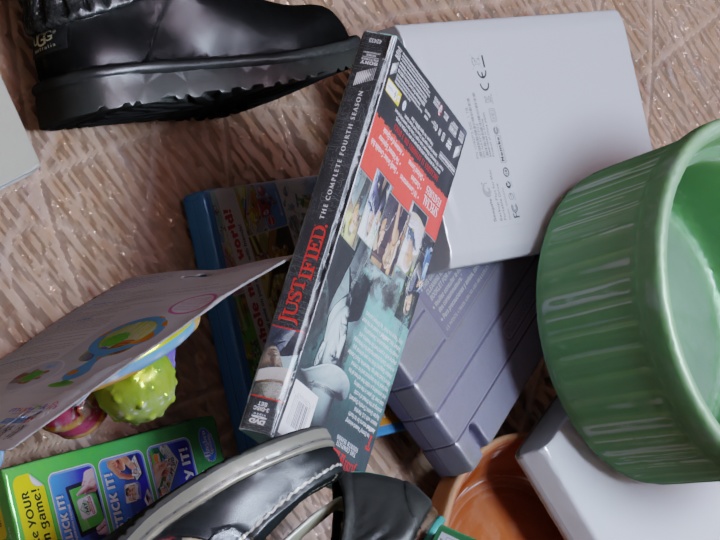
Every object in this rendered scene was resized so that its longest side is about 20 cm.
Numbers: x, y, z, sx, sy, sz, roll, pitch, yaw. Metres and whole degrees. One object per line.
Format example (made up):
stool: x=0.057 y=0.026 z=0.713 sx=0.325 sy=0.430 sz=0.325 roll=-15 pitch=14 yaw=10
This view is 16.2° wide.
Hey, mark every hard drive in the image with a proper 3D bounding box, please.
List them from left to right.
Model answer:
hard drive: x=0.091 y=-0.075 z=1.401 sx=0.200 sy=0.026 sz=0.132 roll=-10 pitch=87 yaw=-49
hard drive: x=0.170 y=0.149 z=1.436 sx=0.200 sy=0.026 sz=0.132 roll=58 pitch=39 yaw=-14

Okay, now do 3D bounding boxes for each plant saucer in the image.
plant saucer: x=0.097 y=0.190 z=1.389 sx=0.200 sy=0.032 sz=0.201 roll=25 pitch=55 yaw=-42

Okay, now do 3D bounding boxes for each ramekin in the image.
ramekin: x=0.185 y=0.023 z=1.384 sx=0.200 sy=0.098 sz=0.200 roll=16 pitch=68 yaw=-45

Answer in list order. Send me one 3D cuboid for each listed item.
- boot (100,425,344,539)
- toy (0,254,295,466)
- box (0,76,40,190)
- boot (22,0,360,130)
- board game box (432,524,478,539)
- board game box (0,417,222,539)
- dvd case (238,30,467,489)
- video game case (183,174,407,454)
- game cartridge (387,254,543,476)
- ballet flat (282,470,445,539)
boot: x=-0.059 y=0.175 z=1.108 sx=0.203 sy=0.073 sz=0.154 roll=-33 pitch=81 yaw=-25
toy: x=-0.125 y=0.054 z=1.149 sx=0.200 sy=0.115 sz=0.047 roll=-31 pitch=108 yaw=-46
box: x=-0.226 y=-0.115 z=1.114 sx=0.068 sy=0.082 sz=0.200 roll=-32 pitch=101 yaw=-46
boot: x=-0.091 y=-0.159 z=1.266 sx=0.211 sy=0.079 sz=0.158 roll=-9 pitch=86 yaw=-47
board game box: x=0.004 y=0.233 z=1.204 sx=0.029 sy=0.135 sz=0.200 roll=25 pitch=66 yaw=10
board game box: x=-0.102 y=0.180 z=1.188 sx=0.134 sy=0.029 sz=0.200 roll=-12 pitch=88 yaw=-48
dvd case: x=0.000 y=0.000 z=1.234 sx=0.146 sy=0.022 sz=0.200 roll=43 pitch=61 yaw=-68
video game case: x=-0.004 y=0.018 z=1.353 sx=0.200 sy=0.018 sz=0.143 roll=-10 pitch=87 yaw=-48
game cartridge: x=0.059 y=0.000 z=1.388 sx=0.130 sy=0.038 sz=0.200 roll=52 pitch=46 yaw=-18
ballet flat: x=-0.032 y=0.176 z=1.181 sx=0.068 sy=0.068 sz=0.200 roll=30 pitch=57 yaw=2
